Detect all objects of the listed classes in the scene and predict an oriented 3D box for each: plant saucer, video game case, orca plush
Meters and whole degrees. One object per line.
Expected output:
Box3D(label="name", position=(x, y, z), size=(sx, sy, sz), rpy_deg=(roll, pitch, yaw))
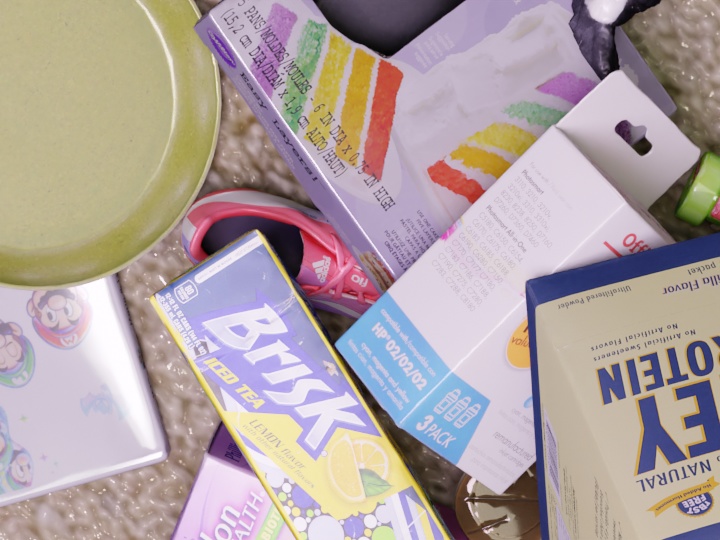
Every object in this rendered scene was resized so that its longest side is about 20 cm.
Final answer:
Box3D(label="plant saucer", position=(-0.173, -0.091, 1.458), size=(0.198, 0.031, 0.202), rpy_deg=(-2, 96, -19))
Box3D(label="video game case", position=(-0.225, 0.044, 1.515), size=(0.199, 0.024, 0.183), rpy_deg=(-16, 99, 6))
Box3D(label="orca plush", position=(0.186, -0.163, 1.352), size=(0.071, 0.105, 0.200), rpy_deg=(30, 118, -15))

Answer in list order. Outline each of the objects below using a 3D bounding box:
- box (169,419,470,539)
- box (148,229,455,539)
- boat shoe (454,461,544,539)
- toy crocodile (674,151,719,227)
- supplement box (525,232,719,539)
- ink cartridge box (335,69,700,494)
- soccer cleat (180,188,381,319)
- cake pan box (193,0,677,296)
Box3D(label="box", position=(-0.021, 0.205, 1.494), size=(0.199, 0.097, 0.177), rpy_deg=(22, 100, -1))
Box3D(label="box", position=(-0.028, 0.080, 1.400), size=(0.070, 0.064, 0.201), rpy_deg=(-32, 91, -1))
Box3D(label="boat shoe", position=(0.123, 0.069, 1.477), size=(0.200, 0.066, 0.074), rpy_deg=(-42, 94, -4))
Box3D(label="toy crocodile", position=(0.223, -0.068, 1.441), size=(0.067, 0.062, 0.201), rpy_deg=(28, 87, 0))
Box3D(label="supplement box", position=(0.174, 0.124, 1.316), size=(0.133, 0.200, 0.201), rpy_deg=(-14, 134, -7))
Box3D(label="ink cartridge box", position=(0.099, 0.008, 1.385), size=(0.200, 0.115, 0.068), rpy_deg=(-45, 53, 7))
Box3D(label="soccer cleat", position=(0.000, 0.000, 1.467), size=(0.198, 0.076, 0.067), rpy_deg=(14, 100, 1))
Box3D(label="cake pan box", position=(0.038, -0.109, 1.430), size=(0.184, 0.052, 0.201), rpy_deg=(-36, 95, -15))
